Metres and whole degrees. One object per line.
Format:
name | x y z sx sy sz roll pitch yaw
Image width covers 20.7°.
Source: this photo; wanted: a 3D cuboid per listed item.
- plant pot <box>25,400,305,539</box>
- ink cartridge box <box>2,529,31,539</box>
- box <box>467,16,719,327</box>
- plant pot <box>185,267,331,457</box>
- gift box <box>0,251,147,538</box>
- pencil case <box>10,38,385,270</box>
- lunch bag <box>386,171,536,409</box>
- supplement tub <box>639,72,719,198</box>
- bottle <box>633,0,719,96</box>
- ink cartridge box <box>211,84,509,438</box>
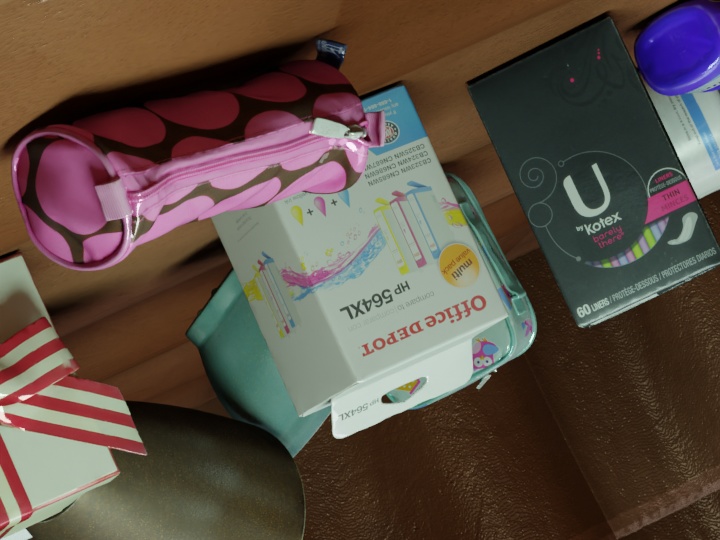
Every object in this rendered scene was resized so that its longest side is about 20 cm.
plant pot | -0.175 0.176 1.512 0.186 0.188 0.200 -28 145 23
ink cartridge box | -0.328 0.157 1.580 0.199 0.146 0.083 -24 -150 -19
box | 0.178 -0.070 1.483 0.122 0.201 0.106 -26 174 8
plant pot | -0.062 0.044 1.652 0.201 0.134 0.200 -54 -176 5
gift box | -0.264 0.114 1.305 0.184 0.201 0.187 -28 175 -26
pencil case | -0.082 -0.059 1.045 0.093 0.091 0.200 17 -152 40
lunch bag | 0.066 0.018 1.813 0.160 0.201 0.077 -29 175 21
supplement tub | 0.244 -0.105 1.815 0.199 0.132 0.132 -25 174 7
bottle | 0.290 -0.184 1.621 0.083 0.066 0.200 -29 173 25
ink cartridge box | 0.000 0.000 1.351 0.128 0.201 0.125 -23 174 -24
